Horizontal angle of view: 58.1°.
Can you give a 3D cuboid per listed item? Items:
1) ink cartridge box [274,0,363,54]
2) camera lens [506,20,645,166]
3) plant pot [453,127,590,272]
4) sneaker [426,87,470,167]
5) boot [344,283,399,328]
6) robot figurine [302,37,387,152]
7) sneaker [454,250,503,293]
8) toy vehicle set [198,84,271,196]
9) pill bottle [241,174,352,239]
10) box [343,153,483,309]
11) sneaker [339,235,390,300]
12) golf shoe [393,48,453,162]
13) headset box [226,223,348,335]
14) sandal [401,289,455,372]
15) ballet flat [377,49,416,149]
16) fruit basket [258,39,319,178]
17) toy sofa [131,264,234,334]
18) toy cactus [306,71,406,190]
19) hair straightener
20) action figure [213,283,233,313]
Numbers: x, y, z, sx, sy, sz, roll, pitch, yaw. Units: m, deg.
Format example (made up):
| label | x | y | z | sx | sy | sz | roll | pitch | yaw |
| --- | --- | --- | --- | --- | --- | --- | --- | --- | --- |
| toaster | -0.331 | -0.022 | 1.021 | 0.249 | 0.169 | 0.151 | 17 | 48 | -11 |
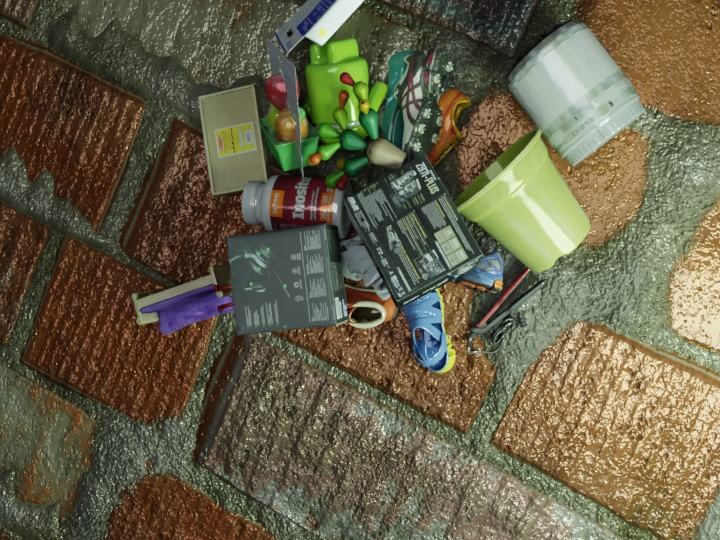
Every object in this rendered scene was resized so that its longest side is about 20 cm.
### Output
| label | x | y | z | sx | sy | sz | roll | pitch | yaw |
| --- | --- | --- | --- | --- | --- | --- | --- | --- | --- |
| ink cartridge box | -0.065 | -0.471 | 1.175 | 0.200 | 0.198 | 0.047 | -45 | 120 | 13 |
| camera lens | 0.358 | -0.301 | 1.097 | 0.159 | 0.160 | 0.201 | -37 | 85 | 11 |
| plant pot | 0.289 | -0.107 | 1.118 | 0.200 | 0.200 | 0.184 | -43 | 94 | 11 |
| sneaker | 0.142 | -0.237 | 1.192 | 0.076 | 0.073 | 0.202 | 25 | 97 | 14 |
| boot | -0.032 | 0.069 | 1.226 | 0.197 | 0.107 | 0.076 | 1 | 101 | 16 |
| robot figurine | -0.038 | -0.317 | 1.192 | 0.174 | 0.115 | 0.203 | 11 | 119 | 38 |
| sneaker | 0.173 | -0.019 | 1.203 | 0.197 | 0.075 | 0.079 | 17 | 76 | 12 |
| toy vehicle set | -0.252 | -0.260 | 1.302 | 0.122 | 0.026 | 0.203 | -8 | 91 | 13 |
| pill bottle | -0.119 | -0.122 | 1.234 | 0.197 | 0.113 | 0.115 | 5 | 93 | 12 |
| box | 0.086 | -0.065 | 1.100 | 0.162 | 0.086 | 0.202 | -29 | 78 | -2 |
| sneaker | 0.000 | 0.000 | 1.199 | 0.198 | 0.075 | 0.116 | -23 | 52 | 25 |
| golf shoe | 0.101 | -0.289 | 1.148 | 0.087 | 0.077 | 0.203 | 13 | 87 | 34 |
| headset box | -0.134 | 0.018 | 1.147 | 0.197 | 0.093 | 0.177 | -8 | 89 | 11 |
| sandal | 0.119 | 0.097 | 1.202 | 0.079 | 0.087 | 0.203 | -23 | 85 | 23 |
| ballet flat | 0.065 | -0.311 | 1.219 | 0.070 | 0.067 | 0.203 | 14 | 95 | 36 |
| fruit basket | -0.128 | -0.294 | 1.172 | 0.092 | 0.186 | 0.203 | -9 | 124 | -19 |
| toy sofa | -0.350 | 0.063 | 1.309 | 0.197 | 0.083 | 0.099 | -18 | 87 | 13 |
| toy cactus | -0.001 | -0.218 | 1.107 | 0.163 | 0.102 | 0.202 | 23 | 112 | 6 |
| hair straightener | 0.272 | 0.087 | 1.192 | 0.077 | 0.041 | 0.200 | 42 | 100 | 8 |
| action figure | -0.172 | 0.032 | 1.232 | 0.197 | 0.099 | 0.066 | -13 | 92 | -20 |
